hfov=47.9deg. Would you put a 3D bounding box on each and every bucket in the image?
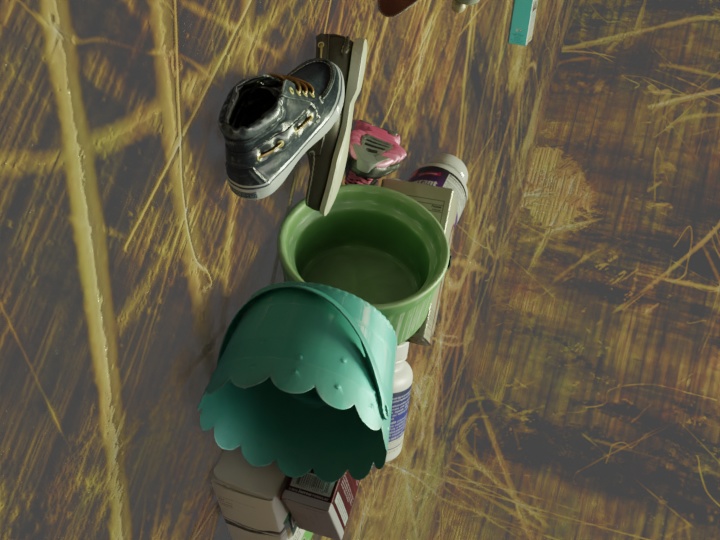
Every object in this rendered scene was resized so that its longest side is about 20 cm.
[{"bbox_3d":[-0.058,0.117,0.852,0.208,0.205,0.136,82,17,-51],"label":"bucket"}]

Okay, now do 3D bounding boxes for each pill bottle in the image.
[{"bbox_3d":[0.122,-0.116,1.405,0.201,0.110,0.112,-60,157,-44],"label":"pill bottle"},{"bbox_3d":[0.021,0.194,1.300,0.120,0.119,0.202,-39,140,-64],"label":"pill bottle"}]

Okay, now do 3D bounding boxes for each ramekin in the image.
[{"bbox_3d":[0.000,0.000,0.960,0.098,0.198,0.201,97,16,-47],"label":"ramekin"}]

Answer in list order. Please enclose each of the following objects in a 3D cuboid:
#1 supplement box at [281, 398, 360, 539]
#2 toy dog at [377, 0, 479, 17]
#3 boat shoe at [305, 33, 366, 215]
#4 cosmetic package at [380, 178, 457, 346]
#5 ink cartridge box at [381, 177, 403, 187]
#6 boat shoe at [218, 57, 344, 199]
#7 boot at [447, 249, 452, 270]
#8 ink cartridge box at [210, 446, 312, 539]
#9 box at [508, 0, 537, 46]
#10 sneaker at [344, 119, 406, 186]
[{"bbox_3d":[-0.025,0.203,0.969,0.109,0.060,0.201,79,27,-55],"label":"supplement box"},{"bbox_3d":[0.030,-0.319,0.865,0.131,0.200,0.097,-28,153,-35],"label":"toy dog"},{"bbox_3d":[-0.039,-0.166,0.925,0.072,0.060,0.204,-64,165,-82],"label":"boat shoe"},{"bbox_3d":[0.063,-0.010,1.085,0.087,0.102,0.202,48,55,-73],"label":"cosmetic package"},{"bbox_3d":[0.006,-0.028,1.242,0.201,0.057,0.163,-62,173,30],"label":"ink cartridge box"},{"bbox_3d":[-0.071,-0.166,0.795,0.091,0.070,0.201,89,24,-52],"label":"boat shoe"},{"bbox_3d":[0.097,0.026,1.377,0.131,0.068,0.201,-43,-162,28],"label":"boot"},{"bbox_3d":[-0.103,0.263,1.006,0.201,0.084,0.147,85,23,-47],"label":"ink cartridge box"},{"bbox_3d":[0.419,-0.680,2.050,0.082,0.049,0.202,-51,150,-56],"label":"box"},{"bbox_3d":[0.008,-0.134,1.052,0.200,0.078,0.096,-71,-174,-73],"label":"sneaker"}]
